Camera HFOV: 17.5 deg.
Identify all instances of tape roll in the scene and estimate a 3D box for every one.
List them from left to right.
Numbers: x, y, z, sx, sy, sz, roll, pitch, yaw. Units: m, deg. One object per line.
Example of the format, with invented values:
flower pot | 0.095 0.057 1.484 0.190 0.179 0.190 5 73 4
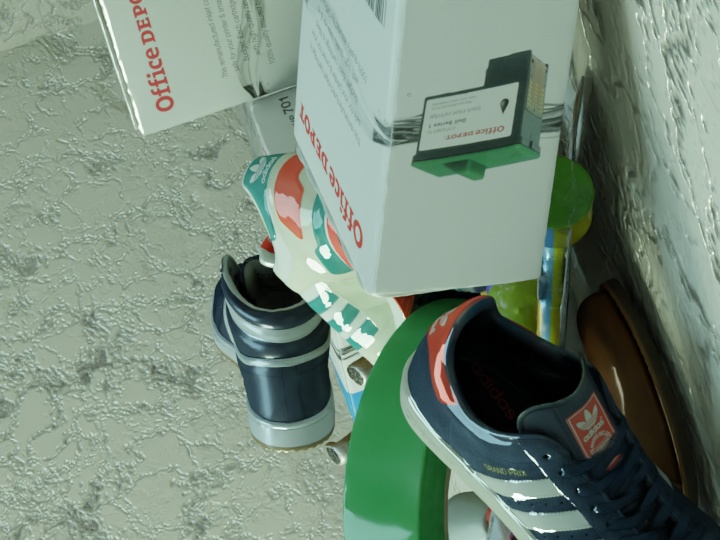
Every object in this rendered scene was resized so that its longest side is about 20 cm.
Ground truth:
tape roll | 0.061 0.116 1.256 0.200 0.048 0.202 -9 -80 -59

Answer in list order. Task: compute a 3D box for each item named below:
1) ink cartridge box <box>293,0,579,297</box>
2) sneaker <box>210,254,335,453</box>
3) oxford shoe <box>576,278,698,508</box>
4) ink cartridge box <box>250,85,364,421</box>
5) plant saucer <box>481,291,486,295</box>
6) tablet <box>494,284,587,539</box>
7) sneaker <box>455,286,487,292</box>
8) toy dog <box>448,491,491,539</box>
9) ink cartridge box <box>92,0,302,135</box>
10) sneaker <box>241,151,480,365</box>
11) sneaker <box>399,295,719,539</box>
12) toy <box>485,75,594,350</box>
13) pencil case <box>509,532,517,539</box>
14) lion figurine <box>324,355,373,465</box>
ink cartridge box | 0.031 -0.111 1.008 0.146 0.084 0.201 -114 24 -52
sneaker | -0.056 0.016 1.437 0.200 0.070 0.109 -113 15 -60
oxford shoe | 0.124 0.105 1.117 0.071 0.071 0.202 94 166 -83
ink cartridge box | -0.002 -0.015 1.555 0.200 0.085 0.147 80 170 -57
plant saucer | 0.031 -0.088 1.311 0.200 0.048 0.201 123 132 -66
tablet | 0.110 0.123 1.275 0.130 0.014 0.201 -49 -49 -47
sneaker | 0.031 -0.088 1.187 0.071 0.079 0.202 -17 -76 -61
toy dog | 0.098 0.149 1.451 0.199 0.096 0.132 -15 108 51
ink cartridge box | -0.072 -0.190 1.473 0.145 0.199 0.084 77 172 -47
sneaker | 0.000 0.000 1.278 0.093 0.071 0.200 18 156 33
sneaker | 0.103 0.089 1.041 0.200 0.075 0.085 38 147 11
toy | 0.083 -0.002 1.137 0.200 0.047 0.116 92 -176 -69
pencil case | 0.147 0.209 1.184 0.201 0.090 0.094 69 158 10
lion figurine | 0.042 0.072 1.445 0.072 0.122 0.200 46 155 8
